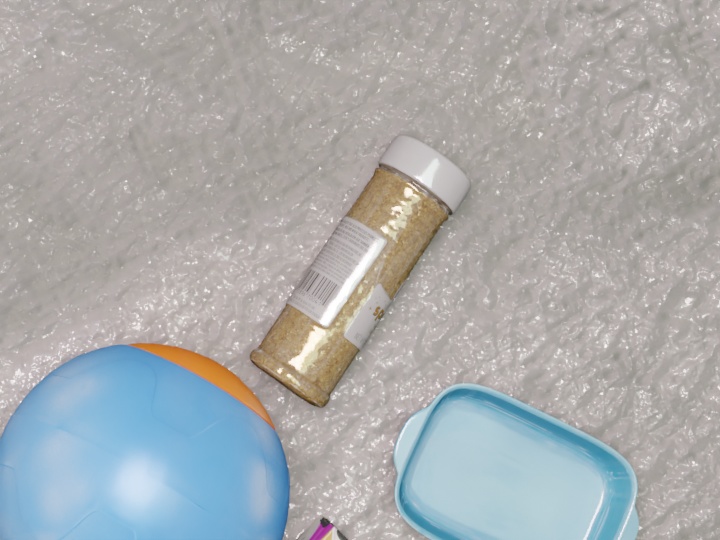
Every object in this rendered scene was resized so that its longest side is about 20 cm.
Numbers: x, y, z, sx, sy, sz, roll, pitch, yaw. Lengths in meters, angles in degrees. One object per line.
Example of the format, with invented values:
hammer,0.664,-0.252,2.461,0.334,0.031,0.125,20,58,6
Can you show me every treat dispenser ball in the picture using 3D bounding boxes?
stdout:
treat dispenser ball,-0.147,0.149,1.198,0.200,0.201,0.202,0,90,-12

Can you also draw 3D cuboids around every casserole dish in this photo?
casserole dish,0.113,0.163,1.335,0.199,0.039,0.122,26,85,-10

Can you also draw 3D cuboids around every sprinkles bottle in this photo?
sprinkles bottle,0.000,0.000,1.296,0.068,0.068,0.200,35,84,-10

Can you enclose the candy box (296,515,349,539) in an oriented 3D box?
candy box,-0.004,0.298,1.300,0.136,0.061,0.200,-45,98,-8
